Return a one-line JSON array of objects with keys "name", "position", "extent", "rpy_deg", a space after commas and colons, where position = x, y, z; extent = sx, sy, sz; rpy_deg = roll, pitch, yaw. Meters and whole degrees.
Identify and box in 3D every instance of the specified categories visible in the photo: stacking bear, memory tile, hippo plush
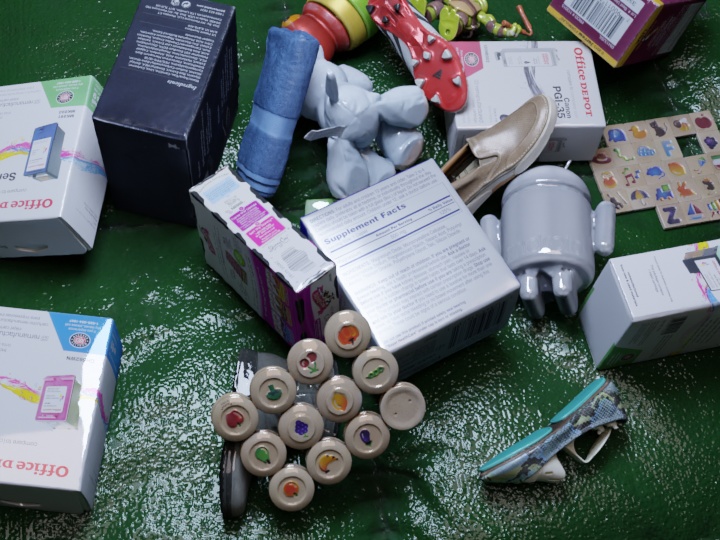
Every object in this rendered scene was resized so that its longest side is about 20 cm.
[{"name": "stacking bear", "position": [-0.032, -0.348, 1.454], "extent": [0.200, 0.121, 0.114], "rpy_deg": [-48, 120, -15]}, {"name": "memory tile", "position": [-0.043, 0.151, 1.136], "extent": [0.199, 0.017, 0.154], "rpy_deg": [-36, 102, 1]}, {"name": "hippo plush", "position": [-0.031, -0.189, 1.364], "extent": [0.199, 0.161, 0.161], "rpy_deg": [3, 25, -42]}]

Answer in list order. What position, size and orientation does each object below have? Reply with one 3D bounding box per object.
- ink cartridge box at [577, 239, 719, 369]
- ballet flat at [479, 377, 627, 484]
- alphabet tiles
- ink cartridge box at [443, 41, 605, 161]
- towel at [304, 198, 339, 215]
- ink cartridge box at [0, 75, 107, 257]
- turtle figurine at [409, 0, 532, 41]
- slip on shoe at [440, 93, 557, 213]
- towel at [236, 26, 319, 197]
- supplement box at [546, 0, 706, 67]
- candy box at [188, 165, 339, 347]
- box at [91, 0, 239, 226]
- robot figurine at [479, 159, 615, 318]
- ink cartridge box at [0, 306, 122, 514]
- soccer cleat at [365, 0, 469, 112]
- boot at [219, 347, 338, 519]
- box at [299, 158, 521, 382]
[{"name": "ink cartridge box", "position": [0.378, 0.037, 1.271], "extent": [0.198, 0.145, 0.085], "rpy_deg": [-10, 64, -11]}, {"name": "ballet flat", "position": [0.227, 0.200, 1.219], "extent": [0.199, 0.074, 0.074], "rpy_deg": [-32, 70, -17]}, {"name": "alphabet tiles", "position": [0.410, -0.133, 1.442], "extent": [0.198, 0.008, 0.169], "rpy_deg": [-10, 64, -10]}, {"name": "ink cartridge box", "position": [0.213, -0.226, 1.425], "extent": [0.198, 0.083, 0.148], "rpy_deg": [-2, 62, -4]}, {"name": "towel", "position": [0.000, 0.000, 1.318], "extent": [0.147, 0.031, 0.202], "rpy_deg": [2, 62, -5]}, {"name": "ink cartridge box", "position": [-0.383, -0.124, 1.290], "extent": [0.144, 0.088, 0.202], "rpy_deg": [-3, 64, 16]}, {"name": "turtle figurine", "position": [0.130, -0.362, 1.488], "extent": [0.200, 0.065, 0.161], "rpy_deg": [41, 37, 17]}, {"name": "slip on shoe", "position": [0.158, -0.145, 1.329], "extent": [0.060, 0.200, 0.076], "rpy_deg": [31, 28, -34]}, {"name": "towel", "position": [-0.106, -0.197, 1.313], "extent": [0.048, 0.112, 0.202], "rpy_deg": [13, 104, -21]}, {"name": "supplement box", "position": [0.366, -0.363, 1.457], "extent": [0.131, 0.104, 0.199], "rpy_deg": [44, 35, 16]}, {"name": "candy box", "position": [-0.107, -0.009, 1.231], "extent": [0.061, 0.137, 0.200], "rpy_deg": [-36, 59, -23]}, {"name": "box", "position": [-0.228, -0.195, 1.302], "extent": [0.116, 0.197, 0.202], "rpy_deg": [13, 62, 2]}, {"name": "robot figurine", "position": [0.230, -0.044, 1.316], "extent": [0.168, 0.113, 0.202], "rpy_deg": [-5, 61, 15]}, {"name": "ink cartridge box", "position": [-0.351, 0.152, 1.173], "extent": [0.143, 0.085, 0.202], "rpy_deg": [6, 63, -3]}, {"name": "soccer cleat", "position": [0.082, -0.287, 1.389], "extent": [0.069, 0.085, 0.201], "rpy_deg": [-42, 74, 20]}, {"name": "boot", "position": [-0.086, 0.183, 1.198], "extent": [0.129, 0.068, 0.202], "rpy_deg": [10, 63, -7]}, {"name": "box", "position": [0.052, 0.003, 1.247], "extent": [0.183, 0.105, 0.201], "rpy_deg": [-25, 65, -16]}]
